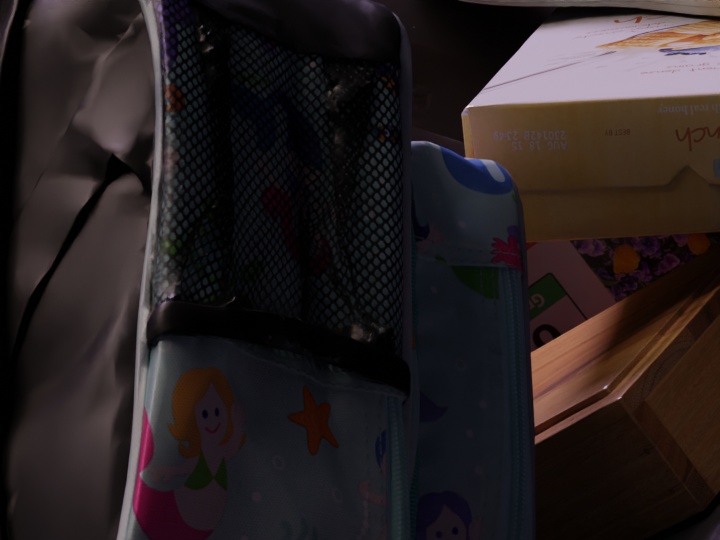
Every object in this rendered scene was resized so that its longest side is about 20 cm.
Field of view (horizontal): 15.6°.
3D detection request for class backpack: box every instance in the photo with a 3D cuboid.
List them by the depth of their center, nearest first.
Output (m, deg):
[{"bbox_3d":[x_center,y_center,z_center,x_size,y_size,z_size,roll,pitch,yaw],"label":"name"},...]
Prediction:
[{"bbox_3d":[-0.053,0.049,0.580,0.178,0.150,0.200,-33,45,46],"label":"backpack"}]

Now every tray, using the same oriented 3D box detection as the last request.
[{"bbox_3d":[0.031,0.057,0.689,0.200,0.037,0.099,-32,7,43],"label":"tray"}]

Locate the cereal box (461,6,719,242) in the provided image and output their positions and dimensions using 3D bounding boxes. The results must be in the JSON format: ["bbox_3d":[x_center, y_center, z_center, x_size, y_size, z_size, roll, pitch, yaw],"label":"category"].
[{"bbox_3d":[0.113,-0.049,0.703,0.144,0.040,0.200,-3,12,12],"label":"cereal box"}]

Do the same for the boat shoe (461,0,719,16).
[{"bbox_3d":[0.079,-0.108,0.750,0.075,0.062,0.200,-16,15,-32],"label":"boat shoe"}]

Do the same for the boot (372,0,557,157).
[{"bbox_3d":[0.000,0.000,0.865,0.186,0.064,0.200,-60,-7,-45],"label":"boot"}]

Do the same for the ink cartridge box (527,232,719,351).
[{"bbox_3d":[0.082,-0.006,0.837,0.109,0.050,0.200,-36,4,14],"label":"ink cartridge box"}]
